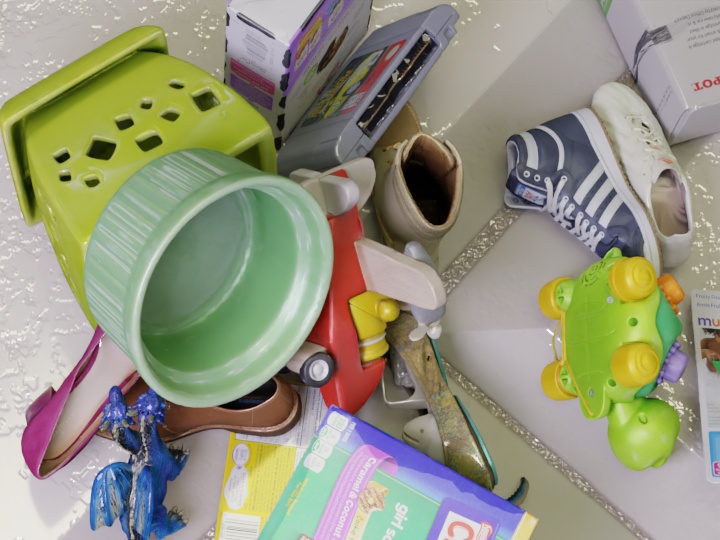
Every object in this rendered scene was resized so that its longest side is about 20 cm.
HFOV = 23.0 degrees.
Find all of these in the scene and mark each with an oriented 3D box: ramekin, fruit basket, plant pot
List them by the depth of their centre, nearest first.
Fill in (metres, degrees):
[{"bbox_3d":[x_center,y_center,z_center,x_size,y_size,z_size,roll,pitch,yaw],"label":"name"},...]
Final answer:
[{"bbox_3d":[-0.127,0.000,1.435,0.200,0.201,0.097,-39,46,-20],"label":"ramekin"},{"bbox_3d":[-0.203,-0.085,1.570,0.198,0.201,0.182,-34,66,-19],"label":"plant pot"},{"bbox_3d":[0.400,0.107,1.622,0.183,0.094,0.202,5,63,-5],"label":"fruit basket"}]

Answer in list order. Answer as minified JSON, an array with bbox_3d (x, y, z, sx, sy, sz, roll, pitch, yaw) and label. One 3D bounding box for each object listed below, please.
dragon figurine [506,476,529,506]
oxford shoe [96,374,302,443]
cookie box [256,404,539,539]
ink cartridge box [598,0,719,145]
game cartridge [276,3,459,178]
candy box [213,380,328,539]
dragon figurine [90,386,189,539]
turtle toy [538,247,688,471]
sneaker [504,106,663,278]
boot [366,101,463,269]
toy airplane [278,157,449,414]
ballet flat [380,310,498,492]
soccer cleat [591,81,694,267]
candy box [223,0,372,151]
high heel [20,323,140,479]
[{"bbox_3d":[0.070,0.234,1.541,0.099,0.059,0.201,33,68,6],"label":"dragon figurine"},{"bbox_3d":[-0.155,0.108,1.548,0.198,0.071,0.072,-5,66,9],"label":"oxford shoe"},{"bbox_3d":[0.022,0.237,1.466,0.199,0.075,0.172,28,71,6],"label":"cookie box"},{"bbox_3d":[0.337,-0.242,1.764,0.144,0.084,0.202,-16,70,-13],"label":"ink cartridge box"},{"bbox_3d":[0.002,-0.163,1.662,0.041,0.133,0.201,43,65,-16],"label":"game cartridge"},{"bbox_3d":[-0.072,0.194,1.557,0.101,0.026,0.202,9,66,-4],"label":"candy box"},{"bbox_3d":[-0.188,0.192,1.482,0.058,0.099,0.202,6,86,19],"label":"dragon figurine"},{"bbox_3d":[0.239,0.079,1.597,0.100,0.145,0.202,5,78,-30],"label":"turtle toy"},{"bbox_3d":[0.204,-0.055,1.675,0.107,0.070,0.202,-14,65,-16],"label":"sneaker"},{"bbox_3d":[0.046,-0.098,1.626,0.072,0.156,0.202,-2,68,-8],"label":"boot"},{"bbox_3d":[0.000,0.000,1.545,0.140,0.200,0.201,-1,54,-31],"label":"toy airplane"},{"bbox_3d":[0.058,0.122,1.574,0.070,0.071,0.201,-15,56,-13],"label":"ballet flat"},{"bbox_3d":[0.277,-0.101,1.700,0.069,0.078,0.202,-12,69,-12],"label":"soccer cleat"},{"bbox_3d":[-0.055,-0.233,1.645,0.071,0.200,0.168,31,67,8],"label":"candy box"},{"bbox_3d":[-0.213,0.090,1.498,0.200,0.096,0.067,-39,119,7],"label":"high heel"}]
